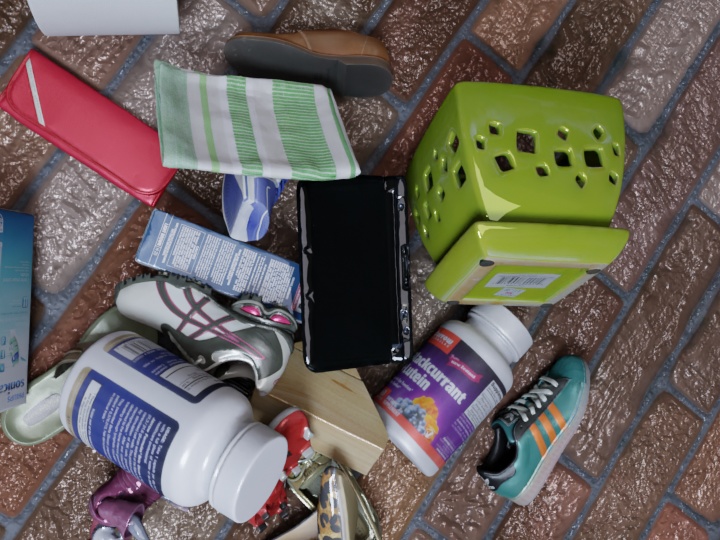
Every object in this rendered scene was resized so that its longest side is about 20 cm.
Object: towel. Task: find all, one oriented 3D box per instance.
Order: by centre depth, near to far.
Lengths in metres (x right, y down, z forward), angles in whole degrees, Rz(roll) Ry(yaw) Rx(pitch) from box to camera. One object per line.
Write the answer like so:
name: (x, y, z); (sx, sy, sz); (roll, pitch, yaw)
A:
towel: (-0.105, -0.151, 0.690); (0.197, 0.024, 0.154); (3, 49, -26)

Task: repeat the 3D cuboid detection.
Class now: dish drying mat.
dish drying mat: (-0.298, -0.157, 0.758); (0.198, 0.018, 0.078); (34, 82, -11)

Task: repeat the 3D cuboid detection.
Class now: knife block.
knife block: (-0.086, 0.141, 0.739); (0.173, 0.064, 0.202); (-11, 56, -29)

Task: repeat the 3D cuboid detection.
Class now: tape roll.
tape roll: (-0.258, -0.341, 0.675); (0.137, 0.203, 0.207); (-6, 91, -12)

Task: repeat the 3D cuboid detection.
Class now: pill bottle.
pill bottle: (-0.170, 0.146, 0.629); (0.198, 0.111, 0.112); (24, 84, 21)
pill bottle: (0.109, 0.131, 0.804); (0.200, 0.111, 0.112); (-45, 99, -10)

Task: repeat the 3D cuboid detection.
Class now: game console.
game console: (0.000, 0.000, 0.763); (0.114, 0.176, 0.204); (-2, 91, 4)

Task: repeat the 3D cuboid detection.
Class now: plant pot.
plant pot: (0.169, -0.068, 0.751); (0.196, 0.199, 0.185); (3, 69, -12)

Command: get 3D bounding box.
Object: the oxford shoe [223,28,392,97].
oxford shoe: (-0.061, -0.255, 0.800); (0.196, 0.072, 0.072); (5, 61, -13)

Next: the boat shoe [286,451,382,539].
boat shoe: (-0.040, 0.251, 0.793); (0.073, 0.063, 0.202); (-33, 97, -11)

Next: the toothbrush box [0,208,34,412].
toothbrush box: (-0.419, 0.038, 0.679); (0.143, 0.085, 0.204); (1, 88, 2)

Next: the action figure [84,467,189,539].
action figure: (-0.230, 0.214, 0.714); (0.149, 0.134, 0.200); (46, 78, -8)

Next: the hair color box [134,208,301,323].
hair color box: (-0.141, 0.000, 0.752); (0.197, 0.100, 0.061); (22, 83, -13)

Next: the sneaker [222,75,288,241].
sneaker: (-0.089, -0.126, 0.750); (0.113, 0.081, 0.202); (10, 52, -22)

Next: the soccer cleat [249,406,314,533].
soccer cleat: (-0.103, 0.199, 0.723); (0.068, 0.202, 0.085); (-22, 54, -34)

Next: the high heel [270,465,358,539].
high heel: (-0.074, 0.285, 0.740); (0.140, 0.072, 0.203); (3, 121, 10)

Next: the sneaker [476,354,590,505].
sneaker: (0.216, 0.189, 0.850); (0.079, 0.071, 0.202); (29, 85, -16)

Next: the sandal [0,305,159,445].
sandal: (-0.299, 0.117, 0.736); (0.201, 0.057, 0.080); (-43, 98, -9)

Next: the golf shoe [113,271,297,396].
golf shoe: (-0.165, 0.061, 0.687); (0.196, 0.078, 0.089); (13, 63, 5)
